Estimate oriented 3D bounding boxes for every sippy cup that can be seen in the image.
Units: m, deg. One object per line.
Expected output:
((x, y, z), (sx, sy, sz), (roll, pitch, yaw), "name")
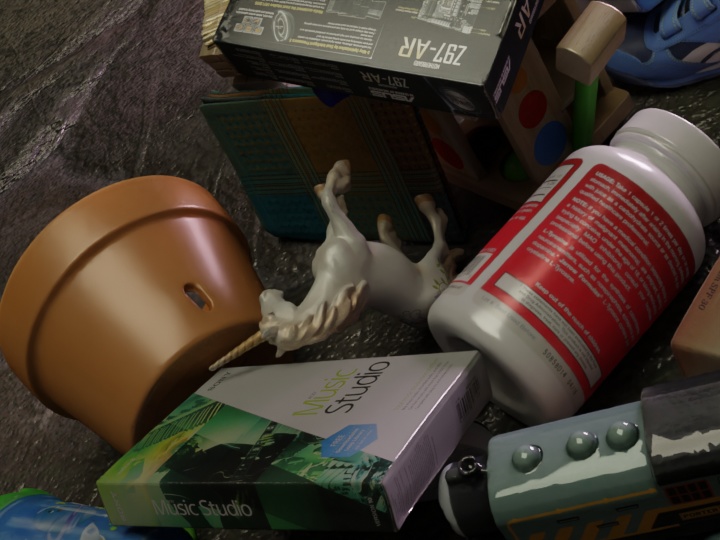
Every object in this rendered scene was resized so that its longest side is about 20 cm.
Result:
((-0.171, 0.208, 0.753), (0.129, 0.140, 0.179), (-7, 49, 27), "sippy cup")

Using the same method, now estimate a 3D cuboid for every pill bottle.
((0.146, -0.005, 0.766), (0.200, 0.113, 0.112), (-46, 40, -13), "pill bottle")

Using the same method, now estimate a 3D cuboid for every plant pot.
((-0.143, 0.052, 0.873), (0.200, 0.200, 0.140), (-42, 55, -8), "plant pot")

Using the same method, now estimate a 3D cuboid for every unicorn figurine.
((0.000, 0.000, 0.823), (0.074, 0.198, 0.139), (126, 145, -52), "unicorn figurine")

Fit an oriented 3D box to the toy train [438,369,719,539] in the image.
((0.140, 0.118, 0.643), (0.198, 0.114, 0.086), (-16, 42, 23), "toy train")

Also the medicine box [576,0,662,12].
((0.241, -0.306, 0.962), (0.199, 0.103, 0.182), (-38, 16, -2), "medicine box")

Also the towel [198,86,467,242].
((-0.022, -0.083, 0.942), (0.199, 0.147, 0.022), (2, 42, 36), "towel")

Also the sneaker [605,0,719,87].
((0.266, -0.192, 0.891), (0.199, 0.082, 0.074), (-5, 49, 35), "sneaker")

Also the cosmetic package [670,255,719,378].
((0.281, 0.049, 0.631), (0.199, 0.087, 0.104), (14, 58, 43), "cosmetic package")

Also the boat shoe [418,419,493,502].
((-0.001, 0.109, 0.790), (0.198, 0.072, 0.071), (-10, 46, 29), "boat shoe")

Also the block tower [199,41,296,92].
((-0.046, -0.144, 0.985), (0.054, 0.200, 0.058), (2, 67, 36), "block tower")

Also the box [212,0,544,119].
((0.021, -0.193, 0.784), (0.198, 0.044, 0.161), (13, 72, 25), "box")

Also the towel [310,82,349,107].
((0.035, -0.203, 0.855), (0.199, 0.050, 0.148), (-31, 46, 5), "towel")

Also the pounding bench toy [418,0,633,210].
((0.126, -0.128, 0.868), (0.124, 0.156, 0.200), (-45, 39, -12), "pounding bench toy")

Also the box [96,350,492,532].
((-0.038, 0.099, 0.709), (0.198, 0.037, 0.144), (-8, 20, 31), "box")

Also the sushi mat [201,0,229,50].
((-0.028, -0.232, 0.871), (0.198, 0.012, 0.096), (-22, 46, 15), "sushi mat")
